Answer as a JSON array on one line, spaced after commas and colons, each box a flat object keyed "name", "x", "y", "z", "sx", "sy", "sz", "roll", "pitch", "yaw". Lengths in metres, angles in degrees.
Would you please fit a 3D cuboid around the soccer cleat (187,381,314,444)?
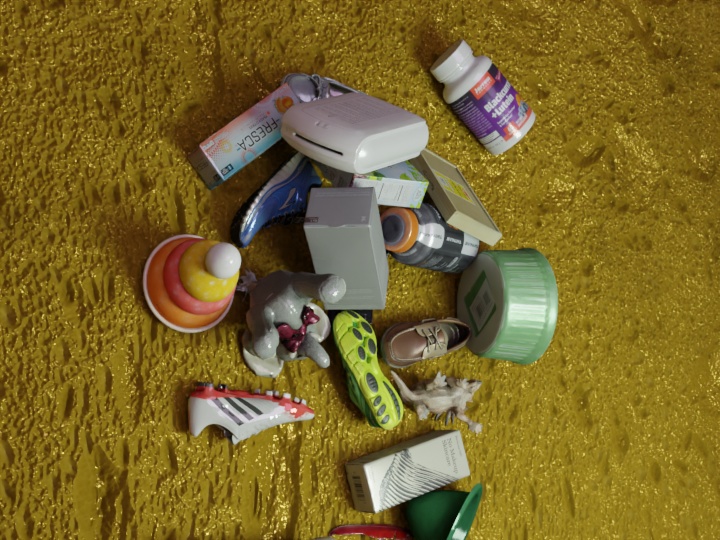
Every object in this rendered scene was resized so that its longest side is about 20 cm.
[{"name": "soccer cleat", "x": -0.165, "y": 0.220, "z": 1.340, "sx": 0.196, "sy": 0.068, "sz": 0.087, "roll": 12, "pitch": 83, "yaw": -25}]

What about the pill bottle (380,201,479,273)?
[{"name": "pill bottle", "x": 0.109, "y": -0.057, "z": 1.494, "sx": 0.198, "sy": 0.105, "sz": 0.109, "roll": 9, "pitch": 74, "yaw": -53}]

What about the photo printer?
[{"name": "photo printer", "x": -0.013, "y": -0.211, "z": 1.369, "sx": 0.199, "sy": 0.165, "sz": 0.071, "roll": -25, "pitch": 133, "yaw": -49}]

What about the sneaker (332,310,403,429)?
[{"name": "sneaker", "x": -0.003, "y": 0.164, "z": 1.435, "sx": 0.073, "sy": 0.083, "sz": 0.203, "roll": -16, "pitch": 80, "yaw": -36}]

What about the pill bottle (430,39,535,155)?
[{"name": "pill bottle", "x": 0.222, "y": -0.323, "z": 1.652, "sx": 0.200, "sy": 0.111, "sz": 0.112, "roll": 46, "pitch": 61, "yaw": -15}]

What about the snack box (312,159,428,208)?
[{"name": "snack box", "x": 0.004, "y": -0.173, "z": 1.451, "sx": 0.140, "sy": 0.201, "sz": 0.054, "roll": 4, "pitch": 120, "yaw": -31}]

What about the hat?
[{"name": "hat", "x": 0.086, "y": 0.388, "z": 1.463, "sx": 0.174, "sy": 0.200, "sz": 0.168, "roll": 24, "pitch": 90, "yaw": 20}]

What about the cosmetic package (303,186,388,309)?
[{"name": "cosmetic package", "x": -0.018, "y": -0.031, "z": 1.375, "sx": 0.104, "sy": 0.202, "sz": 0.091, "roll": 1, "pitch": 48, "yaw": 8}]

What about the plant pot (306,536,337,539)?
[{"name": "plant pot", "x": -0.101, "y": 0.470, "z": 1.265, "sx": 0.181, "sy": 0.199, "sz": 0.205, "roll": -6, "pitch": 82, "yaw": -42}]

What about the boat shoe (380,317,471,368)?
[{"name": "boat shoe", "x": 0.112, "y": 0.113, "z": 1.494, "sx": 0.198, "sy": 0.071, "sz": 0.077, "roll": -13, "pitch": 86, "yaw": -47}]

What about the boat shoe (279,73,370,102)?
[{"name": "boat shoe", "x": -0.041, "y": -0.288, "z": 1.514, "sx": 0.199, "sy": 0.064, "sz": 0.076, "roll": 19, "pitch": 70, "yaw": -26}]

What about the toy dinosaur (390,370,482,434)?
[{"name": "toy dinosaur", "x": 0.122, "y": 0.212, "z": 1.482, "sx": 0.196, "sy": 0.135, "sz": 0.088, "roll": 12, "pitch": 83, "yaw": -20}]

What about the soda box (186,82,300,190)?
[{"name": "soda box", "x": -0.177, "y": -0.214, "z": 1.419, "sx": 0.200, "sy": 0.063, "sz": 0.069, "roll": -42, "pitch": 102, "yaw": -29}]

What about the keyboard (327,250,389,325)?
[{"name": "keyboard", "x": 0.000, "y": 0.000, "z": 1.507, "sx": 0.102, "sy": 0.040, "sz": 0.204, "roll": 7, "pitch": 76, "yaw": -5}]

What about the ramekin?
[{"name": "ramekin", "x": 0.245, "y": 0.059, "z": 1.542, "sx": 0.096, "sy": 0.200, "sz": 0.205, "roll": 4, "pitch": 78, "yaw": -22}]

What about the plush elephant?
[{"name": "plush elephant", "x": -0.103, "y": 0.088, "z": 1.358, "sx": 0.164, "sy": 0.199, "sz": 0.156, "roll": -43, "pitch": 125, "yaw": -17}]

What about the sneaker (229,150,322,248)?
[{"name": "sneaker", "x": -0.127, "y": -0.102, "z": 1.418, "sx": 0.089, "sy": 0.078, "sz": 0.201, "roll": 47, "pitch": 61, "yaw": -11}]

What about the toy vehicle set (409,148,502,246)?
[{"name": "toy vehicle set", "x": 0.158, "y": -0.134, "z": 1.539, "sx": 0.123, "sy": 0.027, "sz": 0.202, "roll": 24, "pitch": 29, "yaw": -39}]

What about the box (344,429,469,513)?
[{"name": "box", "x": 0.078, "y": 0.325, "z": 1.457, "sx": 0.197, "sy": 0.068, "sz": 0.084, "roll": -14, "pitch": 88, "yaw": -32}]

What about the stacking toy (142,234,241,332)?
[{"name": "stacking toy", "x": -0.216, "y": 0.005, "z": 1.270, "sx": 0.144, "sy": 0.199, "sz": 0.149, "roll": 6, "pitch": 77, "yaw": -29}]
